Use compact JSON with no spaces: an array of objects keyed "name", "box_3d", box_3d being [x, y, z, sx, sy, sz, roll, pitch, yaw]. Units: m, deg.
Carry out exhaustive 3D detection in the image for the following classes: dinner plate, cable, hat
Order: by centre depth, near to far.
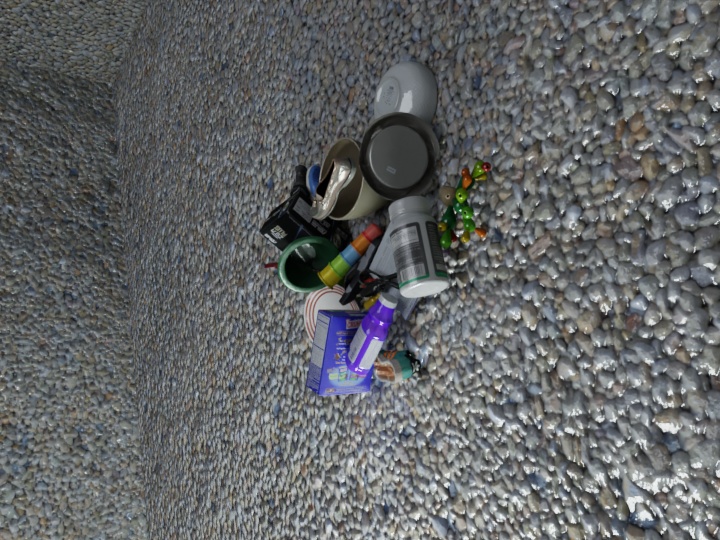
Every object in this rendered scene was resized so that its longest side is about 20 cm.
[{"name":"cable","box_3d":[0.060,0.030,1.672,0.197,0.050,0.100,-23,63,38]},{"name":"hat","box_3d":[-0.165,-0.052,1.863,0.177,0.195,0.169,-117,21,-57]},{"name":"dinner plate","box_3d":[-0.073,0.134,1.869,0.196,0.024,0.206,8,105,33]}]

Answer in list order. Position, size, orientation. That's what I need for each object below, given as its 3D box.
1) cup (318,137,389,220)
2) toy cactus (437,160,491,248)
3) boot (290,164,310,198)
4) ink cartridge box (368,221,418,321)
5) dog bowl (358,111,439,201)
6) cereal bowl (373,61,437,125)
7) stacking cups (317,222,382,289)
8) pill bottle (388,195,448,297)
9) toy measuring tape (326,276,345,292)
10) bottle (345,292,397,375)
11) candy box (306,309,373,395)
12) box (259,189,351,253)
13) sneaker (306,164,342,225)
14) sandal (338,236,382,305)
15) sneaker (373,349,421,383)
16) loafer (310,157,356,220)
[{"name":"cup","box_3d":[0.005,-0.224,1.738,0.198,0.141,0.206,-8,81,54]},{"name":"toy cactus","box_3d":[0.221,-0.151,1.495,0.165,0.100,0.205,-124,45,-65]},{"name":"boot","box_3d":[-0.166,-0.200,2.037,0.133,0.068,0.204,-88,-1,-51]},{"name":"ink cartridge box","box_3d":[0.113,-0.018,1.654,0.201,0.043,0.199,51,127,39]},{"name":"dog bowl","box_3d":[0.086,-0.262,1.598,0.059,0.194,0.206,174,100,-83]},{"name":"cereal bowl","box_3d":[0.095,-0.416,1.683,0.198,0.082,0.206,-7,81,54]},{"name":"stacking cups","box_3d":[-0.023,-0.041,1.778,0.200,0.060,0.061,-45,47,5]},{"name":"pill bottle","box_3d":[0.124,-0.053,1.518,0.112,0.111,0.205,-29,65,49]},{"name":"toy measuring tape","box_3d":[-0.096,0.037,1.917,0.199,0.072,0.076,-27,65,50]},{"name":"bottle","box_3d":[0.028,0.150,1.641,0.084,0.064,0.203,-110,42,-64]},{"name":"candy box","box_3d":[-0.041,0.204,1.738,0.076,0.166,0.205,20,102,50]},{"name":"box","box_3d":[-0.152,-0.101,1.888,0.162,0.199,0.087,-25,31,49]},{"name":"sneaker","box_3d":[-0.093,-0.213,1.924,0.111,0.075,0.205,-26,70,56]},{"name":"sandal","box_3d":[0.000,0.000,1.770,0.042,0.076,0.203,34,102,21]},{"name":"sneaker","box_3d":[0.086,0.229,1.653,0.200,0.078,0.073,-172,71,-73]},{"name":"loafer","box_3d":[-0.083,-0.205,1.685,0.201,0.062,0.073,-51,48,38]}]
